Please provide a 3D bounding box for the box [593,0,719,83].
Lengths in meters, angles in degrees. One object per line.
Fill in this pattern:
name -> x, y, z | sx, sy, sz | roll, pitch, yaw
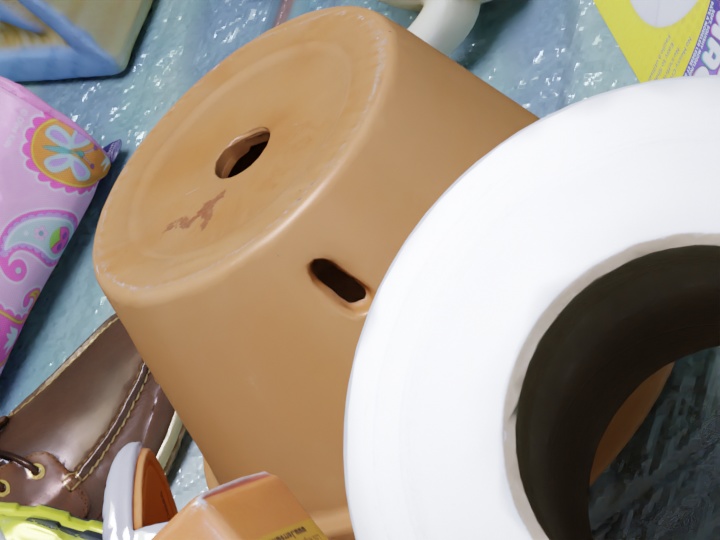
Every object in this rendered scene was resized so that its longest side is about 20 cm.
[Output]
box -> 0.137, -0.119, 0.950 | 0.118, 0.048, 0.200 | -67, 32, 34

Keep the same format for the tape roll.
tape roll -> 0.107, 0.057, 0.755 | 0.202, 0.139, 0.203 | -4, 75, 13

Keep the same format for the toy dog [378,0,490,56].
toy dog -> -0.003, -0.186, 1.120 | 0.200, 0.139, 0.194 | 16, 109, 46

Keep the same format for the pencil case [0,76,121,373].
pencil case -> -0.190, 0.008, 1.172 | 0.087, 0.087, 0.200 | 11, 69, 46

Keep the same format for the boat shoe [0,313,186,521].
boat shoe -> -0.143, 0.097, 1.070 | 0.200, 0.068, 0.072 | -54, 40, -3

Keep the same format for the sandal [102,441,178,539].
sandal -> -0.043, 0.157, 0.893 | 0.059, 0.079, 0.207 | -15, 67, 7

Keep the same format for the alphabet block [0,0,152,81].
alphabet block -> -0.200, -0.225, 1.262 | 0.195, 0.196, 0.200 | 1, 62, 41

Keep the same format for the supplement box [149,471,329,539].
supplement box -> 0.002, 0.162, 0.810 | 0.067, 0.069, 0.200 | -44, 80, 16

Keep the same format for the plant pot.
plant pot -> 0.000, 0.000, 0.925 | 0.200, 0.140, 0.200 | -31, 31, 21

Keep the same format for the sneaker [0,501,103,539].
sneaker -> -0.168, 0.126, 1.004 | 0.199, 0.074, 0.085 | 14, 89, 4
